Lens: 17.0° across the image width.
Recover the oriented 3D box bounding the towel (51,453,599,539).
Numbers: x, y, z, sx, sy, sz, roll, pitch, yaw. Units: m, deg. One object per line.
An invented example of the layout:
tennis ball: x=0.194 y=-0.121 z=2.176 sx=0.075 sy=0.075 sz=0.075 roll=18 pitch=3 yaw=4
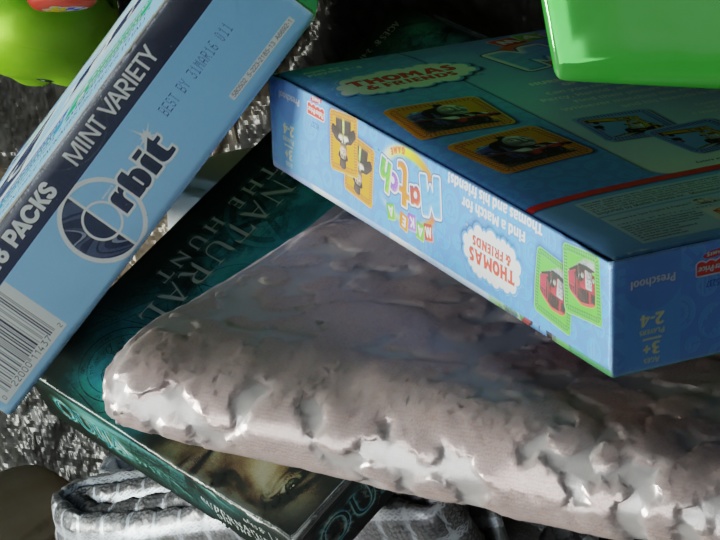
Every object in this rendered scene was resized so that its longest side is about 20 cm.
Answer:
towel: x=-0.004 y=0.136 z=0.864 sx=0.199 sy=0.086 sz=0.166 roll=-10 pitch=104 yaw=34

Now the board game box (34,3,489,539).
board game box: x=0.000 y=0.000 z=0.826 sx=0.135 sy=0.200 sz=0.028 roll=27 pitch=154 yaw=37

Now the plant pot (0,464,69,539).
plant pot: x=-0.122 y=0.214 z=1.076 sx=0.173 sy=0.200 sz=0.200 roll=28 pitch=127 yaw=17

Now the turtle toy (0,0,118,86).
turtle toy: x=-0.129 y=-0.152 z=0.949 sx=0.146 sy=0.101 sz=0.200 roll=35 pitch=158 yaw=25

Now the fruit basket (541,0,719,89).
fruit basket: x=0.137 y=-0.152 z=0.676 sx=0.215 sy=0.156 sz=0.216 roll=1 pitch=103 yaw=3

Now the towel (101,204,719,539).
towel: x=0.057 y=0.015 z=0.698 sx=0.199 sy=0.191 sz=0.032 roll=9 pitch=117 yaw=26

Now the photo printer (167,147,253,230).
photo printer: x=0.004 y=0.062 z=0.938 sx=0.166 sy=0.069 sz=0.201 roll=13 pitch=116 yaw=42

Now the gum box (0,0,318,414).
gum box: x=-0.074 y=-0.061 z=0.841 sx=0.044 sy=0.200 sz=0.170 roll=35 pitch=108 yaw=-11

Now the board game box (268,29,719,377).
board game box: x=0.083 y=-0.031 z=0.707 sx=0.200 sy=0.151 sz=0.037 roll=35 pitch=131 yaw=57
